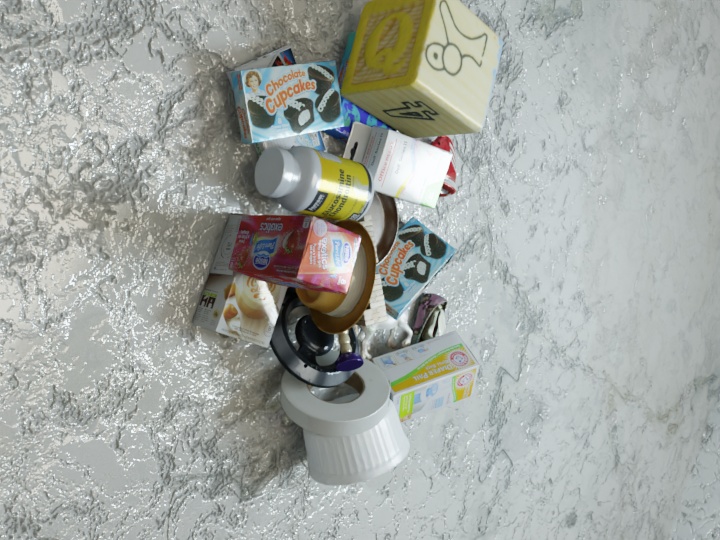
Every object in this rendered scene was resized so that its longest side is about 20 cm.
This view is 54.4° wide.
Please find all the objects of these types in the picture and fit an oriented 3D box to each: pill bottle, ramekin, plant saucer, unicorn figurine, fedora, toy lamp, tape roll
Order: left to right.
[{"bbox_3d":[-0.079,-0.151,1.208,0.199,0.112,0.113,8,91,-44],"label":"pill bottle"},{"bbox_3d":[-0.057,0.006,1.202,0.081,0.200,0.203,13,87,-41],"label":"fedora"},{"bbox_3d":[-0.045,0.220,1.275,0.202,0.202,0.037,-20,129,-39],"label":"tape roll"},{"bbox_3d":[-0.039,0.079,1.270,0.058,0.058,0.201,15,50,-42],"label":"toy lamp"},{"bbox_3d":[-0.014,0.310,1.322,0.200,0.200,0.099,-24,104,-37],"label":"ramekin"},{"bbox_3d":[-0.013,-0.099,1.357,0.199,0.032,0.202,0,91,-33],"label":"plant saucer"},{"bbox_3d":[0.055,0.102,1.434,0.199,0.074,0.139,-17,111,-42],"label":"unicorn figurine"}]

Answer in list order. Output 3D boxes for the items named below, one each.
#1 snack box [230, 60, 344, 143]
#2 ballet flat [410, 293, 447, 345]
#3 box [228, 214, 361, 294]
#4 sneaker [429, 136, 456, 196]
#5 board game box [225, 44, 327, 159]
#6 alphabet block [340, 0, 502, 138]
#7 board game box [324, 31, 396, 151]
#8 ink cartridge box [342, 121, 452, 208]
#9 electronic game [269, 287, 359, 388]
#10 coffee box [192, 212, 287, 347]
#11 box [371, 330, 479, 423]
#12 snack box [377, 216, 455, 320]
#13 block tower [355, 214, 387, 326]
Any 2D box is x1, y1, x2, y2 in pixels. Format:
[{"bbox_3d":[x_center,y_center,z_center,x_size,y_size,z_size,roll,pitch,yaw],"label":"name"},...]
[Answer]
[{"bbox_3d":[-0.120,-0.290,1.196,0.199,0.037,0.117,-20,109,-38],"label":"snack box"},{"bbox_3d":[0.144,0.148,1.522,0.069,0.071,0.202,23,81,-44],"label":"ballet flat"},{"bbox_3d":[-0.105,-0.027,1.077,0.099,0.199,0.096,19,81,-39],"label":"box"},{"bbox_3d":[0.129,-0.244,1.472,0.199,0.078,0.116,31,58,-40],"label":"sneaker"},{"bbox_3d":[-0.142,-0.275,1.228,0.126,0.034,0.201,-35,118,-33],"label":"board game box"},{"bbox_3d":[0.113,-0.372,1.280,0.199,0.195,0.197,23,77,-42],"label":"alphabet block"},{"bbox_3d":[0.017,-0.334,1.358,0.151,0.045,0.202,22,80,-42],"label":"board game box"},{"bbox_3d":[0.067,-0.200,1.334,0.199,0.067,0.118,13,99,-32],"label":"ink cartridge box"},{"bbox_3d":[-0.084,0.118,1.275,0.199,0.042,0.201,24,46,-28],"label":"electronic game"},{"bbox_3d":[-0.190,0.016,1.194,0.114,0.079,0.202,24,80,-42],"label":"coffee box"},{"bbox_3d":[0.130,0.220,1.435,0.198,0.102,0.113,-16,136,-19],"label":"box"},{"bbox_3d":[0.090,-0.007,1.421,0.200,0.116,0.037,-46,168,-28],"label":"snack box"},{"bbox_3d":[0.000,0.000,1.317,0.057,0.054,0.202,-12,97,-34],"label":"block tower"}]
